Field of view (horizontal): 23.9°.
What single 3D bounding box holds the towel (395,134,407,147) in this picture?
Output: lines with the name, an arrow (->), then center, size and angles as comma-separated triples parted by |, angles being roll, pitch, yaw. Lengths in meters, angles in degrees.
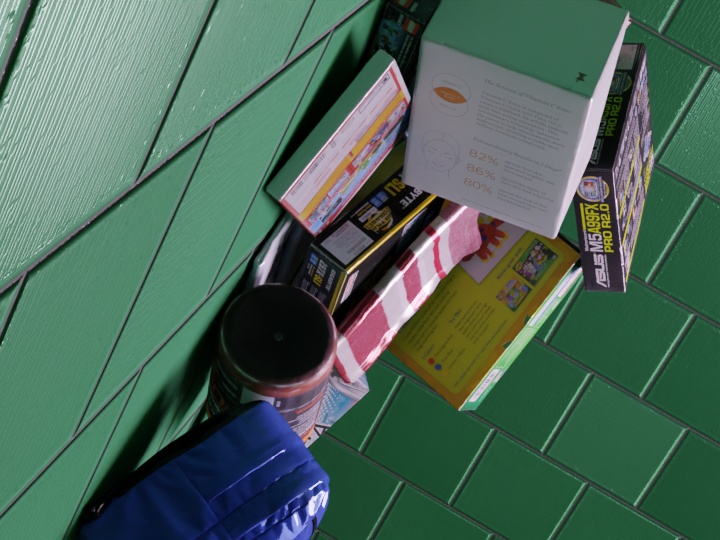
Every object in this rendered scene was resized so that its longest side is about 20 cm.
towel -> 0.015, -0.077, 1.806 | 0.144, 0.023, 0.200 | -50, 167, 4

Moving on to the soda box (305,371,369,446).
soda box -> -0.086, 0.153, 1.717 | 0.200, 0.068, 0.064 | -43, -162, 11

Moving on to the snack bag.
snack bag -> -0.065, -0.021, 1.573 | 0.200, 0.021, 0.189 | -58, 176, -37

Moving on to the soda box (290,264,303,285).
soda box -> -0.067, 0.070, 1.827 | 0.200, 0.071, 0.063 | -59, 175, -27

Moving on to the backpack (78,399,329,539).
backpack -> -0.115, 0.219, 1.408 | 0.200, 0.168, 0.163 | -39, 173, -24

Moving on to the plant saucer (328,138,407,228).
plant saucer -> 0.021, -0.058, 1.720 | 0.200, 0.048, 0.200 | -38, 163, -43

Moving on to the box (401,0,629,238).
box -> 0.130, -0.147, 1.467 | 0.200, 0.152, 0.107 | 98, 16, -56

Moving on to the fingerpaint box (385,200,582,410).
fingerpaint box -> 0.108, 0.014, 1.734 | 0.200, 0.167, 0.073 | -53, 164, 8

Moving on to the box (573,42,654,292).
box -> 0.252, -0.104, 1.687 | 0.161, 0.044, 0.201 | 77, 25, -43

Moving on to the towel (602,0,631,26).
towel -> 0.177, -0.222, 1.747 | 0.200, 0.023, 0.144 | -48, -135, 19

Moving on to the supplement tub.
supplement tub -> -0.083, 0.102, 1.524 | 0.107, 0.107, 0.200 | -58, 171, -31

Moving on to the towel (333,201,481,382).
towel -> 0.043, 0.019, 1.605 | 0.200, 0.023, 0.144 | -48, 165, -7

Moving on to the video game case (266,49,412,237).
video game case -> -0.011, -0.100, 1.408 | 0.143, 0.017, 0.200 | -51, 169, -1

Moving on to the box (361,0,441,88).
box -> 0.061, -0.236, 1.510 | 0.200, 0.038, 0.137 | -58, 175, -39

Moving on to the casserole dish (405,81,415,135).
casserole dish -> 0.052, -0.181, 1.808 | 0.121, 0.039, 0.200 | -57, 176, -33

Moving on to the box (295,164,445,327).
box -> 0.000, 0.000, 1.600 | 0.160, 0.049, 0.200 | -43, 165, -34
